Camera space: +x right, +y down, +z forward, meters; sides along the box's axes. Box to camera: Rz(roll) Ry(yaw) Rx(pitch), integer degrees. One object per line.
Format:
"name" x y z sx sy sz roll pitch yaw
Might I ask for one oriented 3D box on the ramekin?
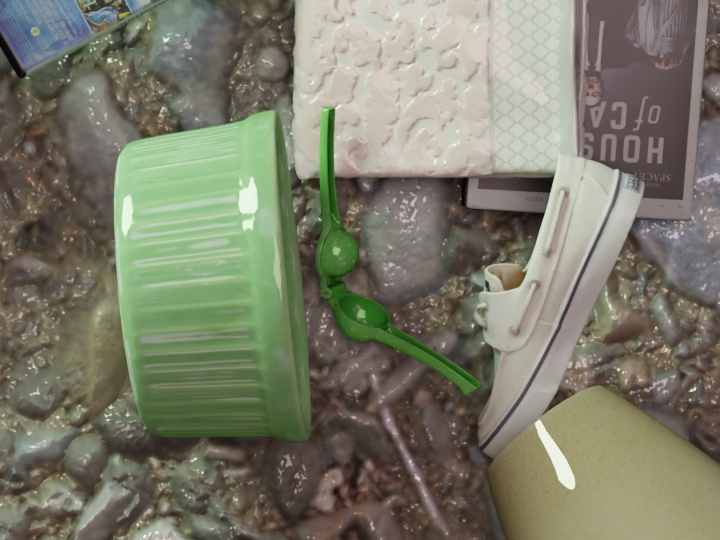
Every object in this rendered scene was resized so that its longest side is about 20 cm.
"ramekin" -0.088 0.007 1.471 0.097 0.200 0.201 -6 83 1

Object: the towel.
"towel" 0.049 -0.156 1.541 0.191 0.032 0.201 1 96 11

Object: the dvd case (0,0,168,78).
"dvd case" -0.160 -0.225 1.512 0.200 0.018 0.143 -31 87 -18

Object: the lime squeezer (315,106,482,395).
"lime squeezer" 0.000 0.000 1.541 0.038 0.071 0.200 -24 85 -38

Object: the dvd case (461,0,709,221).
"dvd case" 0.146 -0.135 1.570 0.150 0.025 0.200 3 97 -4

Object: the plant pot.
"plant pot" 0.173 0.175 1.492 0.187 0.187 0.200 -34 74 -8

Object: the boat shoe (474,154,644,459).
"boat shoe" 0.106 0.021 1.525 0.070 0.071 0.200 23 108 -2
